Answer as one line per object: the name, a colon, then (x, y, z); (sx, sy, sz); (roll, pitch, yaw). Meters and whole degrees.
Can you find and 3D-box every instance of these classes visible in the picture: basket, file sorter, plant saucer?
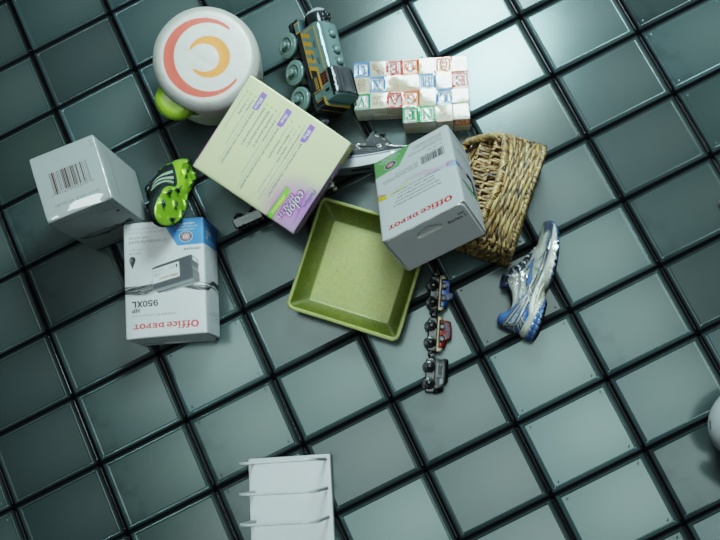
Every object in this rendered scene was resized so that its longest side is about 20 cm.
basket: (0.207, -0.126, 1.514); (0.148, 0.143, 0.201); (19, 82, 9)
file sorter: (-0.118, 0.398, 1.463); (0.138, 0.125, 0.202); (-5, 79, 6)
plant saucer: (0.000, 0.000, 1.563); (0.199, 0.048, 0.201); (17, 82, 10)

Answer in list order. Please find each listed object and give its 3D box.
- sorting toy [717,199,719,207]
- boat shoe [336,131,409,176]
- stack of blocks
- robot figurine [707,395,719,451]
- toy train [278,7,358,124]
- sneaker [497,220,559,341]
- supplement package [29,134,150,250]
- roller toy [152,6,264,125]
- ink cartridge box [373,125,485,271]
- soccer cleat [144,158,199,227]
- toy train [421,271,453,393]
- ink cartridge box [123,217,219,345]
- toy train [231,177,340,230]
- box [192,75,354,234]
sorting toy: (0.725, -0.098, 1.487); (0.199, 0.070, 0.199); (-36, 78, -1)
boat shoe: (0.020, -0.207, 1.594); (0.198, 0.070, 0.067); (-6, 80, 13)
stack of blocks: (0.089, -0.302, 1.603); (0.198, 0.059, 0.116); (-2, 80, 6)
robot figurine: (0.629, 0.259, 1.406); (0.199, 0.150, 0.125); (33, 121, 11)
toy train: (-0.072, -0.353, 1.600); (0.114, 0.085, 0.201); (-26, 72, 41)
sneaker: (0.274, 0.009, 1.518); (0.085, 0.077, 0.201); (15, 81, 13)
supplement package: (-0.450, -0.126, 1.560); (0.116, 0.200, 0.118); (-22, 77, 2)
roller toy: (-0.260, -0.352, 1.612); (0.198, 0.140, 0.184); (-7, 85, -3)
ink cartridge box: (0.107, -0.117, 1.477); (0.144, 0.084, 0.201); (-27, 40, 19)
soccer cleat: (-0.334, -0.126, 1.572); (0.081, 0.200, 0.068); (-16, 119, 15)
toy train: (0.129, 0.102, 1.530); (0.045, 0.034, 0.202); (3, 81, -1)
ink cartridge box: (-0.322, 0.020, 1.577); (0.143, 0.084, 0.202); (-5, 79, 5)
toy train: (-0.128, -0.117, 1.602); (0.199, 0.046, 0.034); (-22, 93, 4)
box: (-0.140, -0.189, 1.525); (0.199, 0.097, 0.177); (33, 95, 0)
